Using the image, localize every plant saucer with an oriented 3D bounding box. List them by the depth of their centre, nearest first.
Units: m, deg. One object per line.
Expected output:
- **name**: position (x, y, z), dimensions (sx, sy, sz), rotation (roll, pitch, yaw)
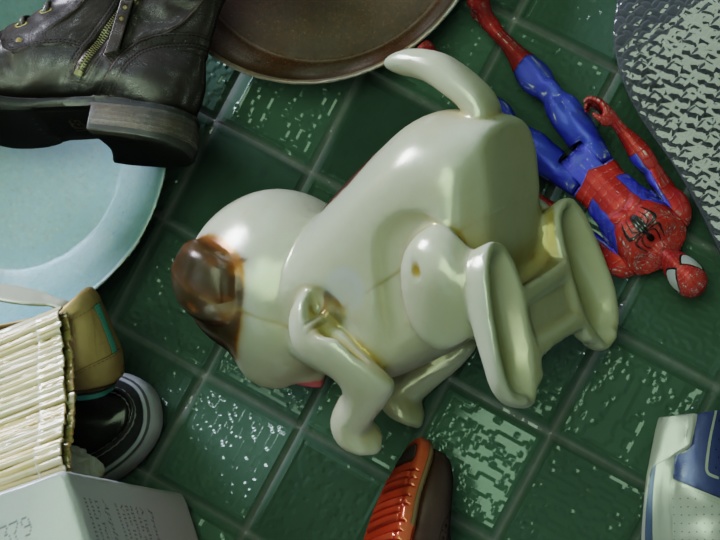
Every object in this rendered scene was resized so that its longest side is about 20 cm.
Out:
- **plant saucer**: position (-0.021, -0.197, 1.391), dimensions (0.199, 0.034, 0.202), rotation (-3, 79, 15)
- **plant saucer**: position (-0.196, -0.064, 1.410), dimensions (0.199, 0.039, 0.203), rotation (-2, 79, 13)

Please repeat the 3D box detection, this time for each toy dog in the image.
- **toy dog**: position (0.000, 0.000, 1.288), dimensions (0.199, 0.140, 0.195), rotation (-13, 107, 32)

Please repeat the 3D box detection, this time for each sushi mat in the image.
- **sushi mat**: position (-0.233, 0.090, 1.299), dimensions (0.199, 0.012, 0.096), rotation (-20, 53, 19)

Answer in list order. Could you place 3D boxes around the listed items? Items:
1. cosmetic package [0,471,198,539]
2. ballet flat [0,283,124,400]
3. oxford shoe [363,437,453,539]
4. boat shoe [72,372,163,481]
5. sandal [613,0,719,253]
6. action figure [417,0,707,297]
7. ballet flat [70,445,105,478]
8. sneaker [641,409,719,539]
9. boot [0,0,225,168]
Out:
- **cosmetic package**: position (-0.166, 0.207, 1.269), dimensions (0.164, 0.200, 0.166), rotation (-19, 77, 10)
- **ballet flat**: position (-0.219, 0.038, 1.354), dimensions (0.198, 0.069, 0.064), rotation (-4, 106, 18)
- **oxford shoe**: position (0.034, 0.188, 1.303), dimensions (0.072, 0.071, 0.202), rotation (10, 79, -13)
- **boat shoe**: position (-0.206, 0.097, 1.374), dimensions (0.198, 0.057, 0.069), rotation (-14, 77, 12)
- **sandal**: position (0.188, -0.076, 1.318), dimensions (0.076, 0.043, 0.202), rotation (-21, 85, 17)
- **action figure**: position (0.111, -0.060, 1.328), dimensions (0.065, 0.052, 0.200), rotation (-43, 75, 0)
- **ballet flat**: position (-0.232, 0.117, 1.322), dimensions (0.199, 0.072, 0.072), rotation (-22, 76, 15)
- **sneaker**: position (0.199, 0.169, 1.253), dimensions (0.114, 0.081, 0.201), rotation (-2, 87, 10)
- **boot**: position (-0.149, -0.153, 1.365), dimensions (0.198, 0.069, 0.175), rotation (11, 76, 5)
